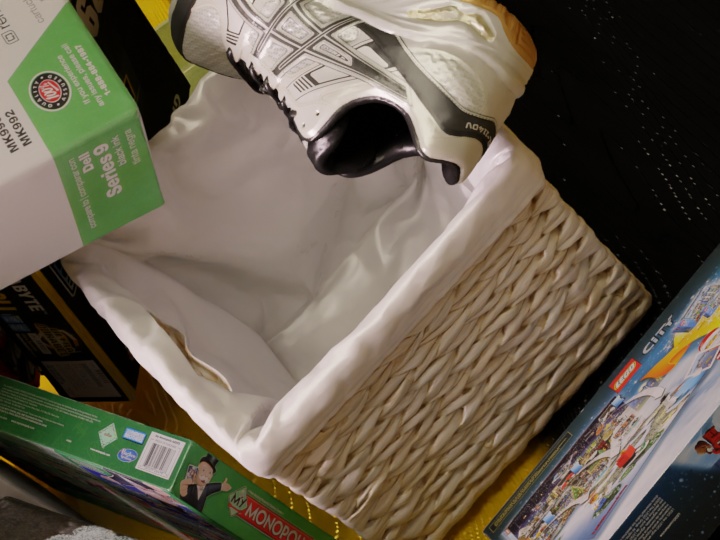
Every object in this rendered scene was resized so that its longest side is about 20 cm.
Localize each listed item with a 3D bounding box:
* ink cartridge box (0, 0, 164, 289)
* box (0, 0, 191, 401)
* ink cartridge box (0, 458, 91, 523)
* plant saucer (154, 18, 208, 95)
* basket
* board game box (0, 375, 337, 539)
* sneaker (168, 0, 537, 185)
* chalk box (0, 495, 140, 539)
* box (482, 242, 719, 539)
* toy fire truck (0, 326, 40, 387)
[{"bbox_3d":[-0.216,-0.057,1.349,0.199,0.084,0.146,-29,61,-11],"label":"ink cartridge box"},{"bbox_3d":[-0.150,-0.056,1.487,0.049,0.160,0.201,-5,57,21],"label":"box"},{"bbox_3d":[-0.240,0.183,1.469,0.146,0.147,0.200,29,83,43],"label":"ink cartridge box"},{"bbox_3d":[-0.079,-0.062,1.576,0.199,0.031,0.201,-18,55,27],"label":"plant saucer"},{"bbox_3d":[0.000,0.000,1.396,0.200,0.161,0.198,-49,47,2],"label":"basket"},{"bbox_3d":[-0.122,0.099,1.442,0.199,0.135,0.029,15,75,40],"label":"board game box"},{"bbox_3d":[-0.019,-0.089,1.305,0.199,0.076,0.088,10,70,38],"label":"sneaker"},{"bbox_3d":[-0.181,0.214,1.312,0.124,0.124,0.200,13,34,39],"label":"chalk box"},{"bbox_3d":[0.146,0.068,1.290,0.200,0.038,0.137,-50,13,0],"label":"box"},{"bbox_3d":[-0.204,-0.011,1.528,0.049,0.200,0.142,-6,68,8],"label":"toy fire truck"}]
